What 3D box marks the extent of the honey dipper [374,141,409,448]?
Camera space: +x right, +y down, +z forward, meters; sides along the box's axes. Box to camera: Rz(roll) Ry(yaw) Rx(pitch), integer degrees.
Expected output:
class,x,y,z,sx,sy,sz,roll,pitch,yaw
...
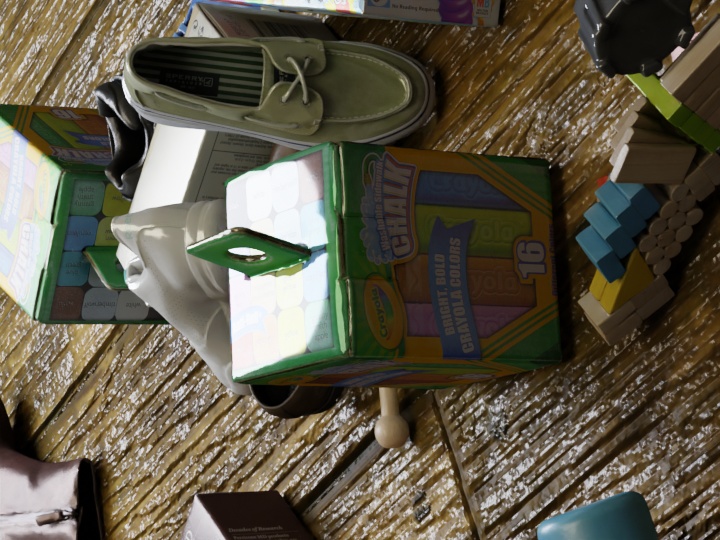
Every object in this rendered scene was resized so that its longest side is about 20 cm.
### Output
class,x,y,z,sx,sy,sz,roll,pitch,yaw
honey dipper,0.013,0.014,1.420,0.038,0.038,0.201,-14,79,55

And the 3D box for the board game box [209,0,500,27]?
class,x,y,z,sx,sy,sz,roll,pitch,yaw
board game box,-0.006,-0.212,1.397,0.200,0.104,0.104,14,101,57

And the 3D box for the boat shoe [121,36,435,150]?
class,x,y,z,sx,sy,sz,roll,pitch,yaw
boat shoe,-0.052,-0.112,1.385,0.062,0.199,0.072,82,-171,-84

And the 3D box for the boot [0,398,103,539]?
class,x,y,z,sx,sy,sz,roll,pitch,yaw
boot,-0.273,0.173,1.834,0.166,0.072,0.201,-22,69,41

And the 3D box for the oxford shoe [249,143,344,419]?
class,x,y,z,sx,sy,sz,roll,pitch,yaw
oxford shoe,-0.039,-0.002,1.441,0.072,0.084,0.201,1,93,21

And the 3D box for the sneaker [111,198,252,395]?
class,x,y,z,sx,sy,sz,roll,pitch,yaw
sneaker,-0.113,0.014,1.476,0.200,0.088,0.076,75,-159,-55

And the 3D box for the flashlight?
class,x,y,z,sx,sy,sz,roll,pitch,yaw
flashlight,0.123,-0.169,1.186,0.200,0.068,0.068,-103,5,-54

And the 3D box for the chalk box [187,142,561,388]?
class,x,y,z,sx,sy,sz,roll,pitch,yaw
chalk box,0.000,0.000,1.276,0.124,0.199,0.125,-15,76,55

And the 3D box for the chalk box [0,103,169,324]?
class,x,y,z,sx,sy,sz,roll,pitch,yaw
chalk box,-0.202,-0.036,1.667,0.200,0.124,0.124,35,117,50

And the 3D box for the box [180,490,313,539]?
class,x,y,z,sx,sy,sz,roll,pitch,yaw
box,-0.055,0.244,1.477,0.200,0.075,0.101,49,128,48

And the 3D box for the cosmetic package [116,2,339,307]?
class,x,y,z,sx,sy,sz,roll,pitch,yaw
cosmetic package,-0.086,-0.074,1.512,0.073,0.103,0.201,53,129,46

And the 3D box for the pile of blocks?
class,x,y,z,sx,sy,sz,roll,pitch,yaw
pile of blocks,0.148,-0.057,1.177,0.062,0.082,0.201,54,131,43

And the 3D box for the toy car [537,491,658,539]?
class,x,y,z,sx,sy,sz,roll,pitch,yaw
toy car,0.097,0.233,1.213,0.200,0.176,0.185,127,125,-80

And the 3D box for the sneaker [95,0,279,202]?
class,x,y,z,sx,sy,sz,roll,pitch,yaw
sneaker,-0.128,-0.141,1.570,0.077,0.111,0.201,29,112,53
